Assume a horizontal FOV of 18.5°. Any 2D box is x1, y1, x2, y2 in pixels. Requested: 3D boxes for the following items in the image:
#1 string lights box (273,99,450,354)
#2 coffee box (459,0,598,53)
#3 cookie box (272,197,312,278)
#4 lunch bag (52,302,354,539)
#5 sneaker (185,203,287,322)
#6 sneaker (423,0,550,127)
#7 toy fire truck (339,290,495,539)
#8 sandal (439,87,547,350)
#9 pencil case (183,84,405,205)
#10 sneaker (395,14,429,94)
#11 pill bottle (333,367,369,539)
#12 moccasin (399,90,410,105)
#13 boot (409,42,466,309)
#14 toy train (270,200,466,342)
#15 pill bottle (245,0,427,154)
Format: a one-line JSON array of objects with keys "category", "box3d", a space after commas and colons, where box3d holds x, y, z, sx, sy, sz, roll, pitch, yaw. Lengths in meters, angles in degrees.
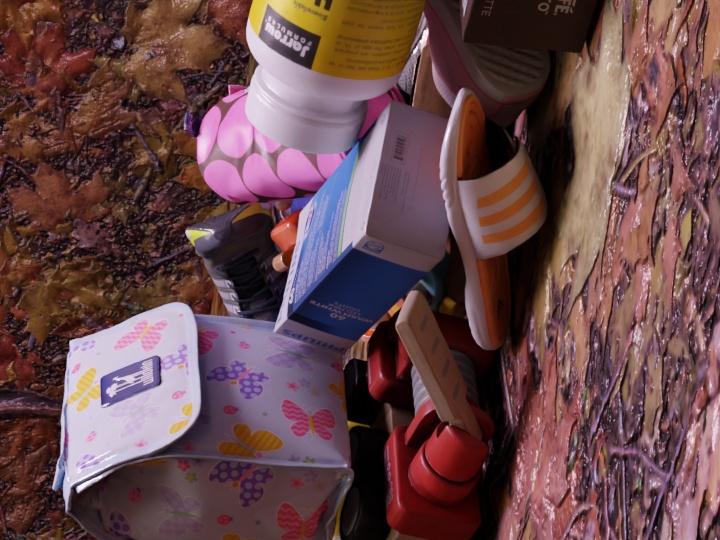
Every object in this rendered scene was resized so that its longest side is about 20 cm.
[{"category": "string lights box", "box3d": [0.004, -0.026, 1.526, 0.200, 0.059, 0.103, 133, 151, -62]}, {"category": "coffee box", "box3d": [0.108, -0.247, 1.411, 0.115, 0.079, 0.200, 104, 169, -45]}, {"category": "cookie box", "box3d": [-0.033, -0.051, 1.892, 0.200, 0.075, 0.172, -91, -9, -80]}, {"category": "lunch bag", "box3d": [-0.112, 0.114, 1.562, 0.170, 0.199, 0.128, -95, 15, -56]}, {"category": "sneaker", "box3d": [-0.090, 0.002, 1.823, 0.200, 0.074, 0.081, 59, -172, -71]}, {"category": "sneaker", "box3d": [0.068, -0.189, 1.533, 0.105, 0.075, 0.201, 107, 144, -70]}, {"category": "toy fire truck", "box3d": [0.047, 0.082, 1.527, 0.176, 0.128, 0.200, -92, 23, -45]}, {"category": "sandal", "box3d": [0.097, -0.034, 1.456, 0.079, 0.059, 0.207, -70, -25, -45]}, {"category": "pencil case", "box3d": [-0.044, -0.103, 1.653, 0.200, 0.091, 0.094, -4, 73, 52]}, {"category": "sneaker", "box3d": [0.081, -0.213, 1.637, 0.200, 0.082, 0.078, -61, 0, 33]}, {"category": "pill bottle", "box3d": [0.008, 0.185, 1.687, 0.114, 0.114, 0.201, 111, 162, -61]}, {"category": "moccasin", "box3d": [0.057, -0.212, 1.718, 0.068, 0.080, 0.201, -49, -35, -84]}, {"category": "boot", "box3d": [0.067, -0.071, 1.594, 0.074, 0.075, 0.201, 150, 125, -77]}, {"category": "toy train", "box3d": [0.000, 0.000, 1.690, 0.056, 0.150, 0.200, -45, 14, -27]}, {"category": "pill bottle", "box3d": [-0.012, -0.182, 1.457, 0.111, 0.111, 0.201, -97, 22, -57]}]
